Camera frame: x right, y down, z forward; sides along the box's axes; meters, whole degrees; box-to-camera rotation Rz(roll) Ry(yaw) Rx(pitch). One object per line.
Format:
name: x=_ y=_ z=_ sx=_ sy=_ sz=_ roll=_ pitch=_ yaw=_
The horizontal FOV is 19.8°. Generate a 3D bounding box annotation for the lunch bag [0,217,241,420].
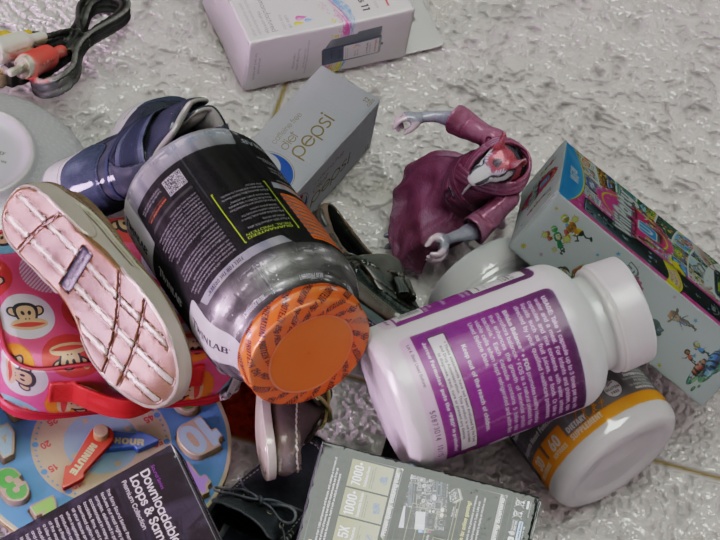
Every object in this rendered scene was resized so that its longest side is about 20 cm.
lunch bag: x=-0.188 y=0.043 z=1.571 sx=0.200 sy=0.082 sz=0.176 roll=-4 pitch=46 yaw=-20

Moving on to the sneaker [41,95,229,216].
sneaker: x=-0.145 y=-0.103 z=1.663 sx=0.077 sy=0.146 sz=0.202 roll=63 pitch=34 yaw=-13

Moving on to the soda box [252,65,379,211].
soda box: x=-0.065 y=-0.079 z=1.725 sx=0.064 sy=0.068 sz=0.200 roll=31 pitch=55 yaw=12

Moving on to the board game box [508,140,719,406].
board game box: x=0.217 y=-0.001 z=1.644 sx=0.200 sy=0.064 sz=0.148 roll=38 pitch=20 yaw=-6

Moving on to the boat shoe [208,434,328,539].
boat shoe: x=-0.079 y=0.189 z=1.526 sx=0.075 sy=0.062 sz=0.200 roll=26 pitch=53 yaw=22

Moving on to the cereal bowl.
cereal bowl: x=-0.311 y=-0.073 z=1.670 sx=0.200 sy=0.083 sz=0.200 roll=5 pitch=52 yaw=-7

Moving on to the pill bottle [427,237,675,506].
pill bottle: x=0.146 y=0.077 z=1.616 sx=0.116 sy=0.116 sz=0.200 roll=-25 pitch=61 yaw=-25

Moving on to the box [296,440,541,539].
box: x=0.024 y=0.242 z=1.456 sx=0.164 sy=0.086 sz=0.200 roll=14 pitch=73 yaw=0

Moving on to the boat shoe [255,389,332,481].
boat shoe: x=-0.051 y=0.091 z=1.572 sx=0.059 sy=0.072 sz=0.200 roll=3 pitch=28 yaw=-5

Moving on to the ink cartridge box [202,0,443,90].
ink cartridge box: x=-0.029 y=-0.242 z=1.852 sx=0.200 sy=0.067 sz=0.117 roll=-14 pitch=57 yaw=-19

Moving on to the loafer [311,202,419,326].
loafer: x=0.000 y=0.000 z=1.628 sx=0.063 sy=0.072 sz=0.200 roll=-52 pitch=40 yaw=-2

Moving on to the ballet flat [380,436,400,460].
ballet flat: x=0.050 y=0.125 z=1.570 sx=0.057 sy=0.066 sz=0.200 roll=20 pitch=81 yaw=7

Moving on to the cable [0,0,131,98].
cable: x=-0.251 y=-0.202 z=1.764 sx=0.097 sy=0.050 sz=0.200 roll=18 pitch=39 yaw=30

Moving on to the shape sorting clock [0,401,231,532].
shape sorting clock: x=-0.197 y=0.131 z=1.566 sx=0.200 sy=0.039 sz=0.200 roll=5 pitch=53 yaw=-7

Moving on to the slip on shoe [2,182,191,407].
slip on shoe: x=-0.181 y=0.015 z=1.498 sx=0.200 sy=0.076 sz=0.061 roll=46 pitch=23 yaw=21

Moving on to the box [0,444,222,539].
box: x=-0.187 y=0.231 z=1.451 sx=0.200 sy=0.036 sz=0.143 roll=-29 pitch=60 yaw=1

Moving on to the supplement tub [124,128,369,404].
supplement tub: x=-0.081 y=-0.003 z=1.497 sx=0.122 sy=0.123 sz=0.200 roll=-18 pitch=46 yaw=-21

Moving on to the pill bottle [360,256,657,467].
pill bottle: x=0.108 y=0.062 z=1.497 sx=0.200 sy=0.112 sz=0.112 roll=-20 pitch=59 yaw=-9

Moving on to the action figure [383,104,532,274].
action figure: x=0.095 y=-0.061 z=1.664 sx=0.149 sy=0.200 sz=0.134 roll=1 pitch=76 yaw=-24
